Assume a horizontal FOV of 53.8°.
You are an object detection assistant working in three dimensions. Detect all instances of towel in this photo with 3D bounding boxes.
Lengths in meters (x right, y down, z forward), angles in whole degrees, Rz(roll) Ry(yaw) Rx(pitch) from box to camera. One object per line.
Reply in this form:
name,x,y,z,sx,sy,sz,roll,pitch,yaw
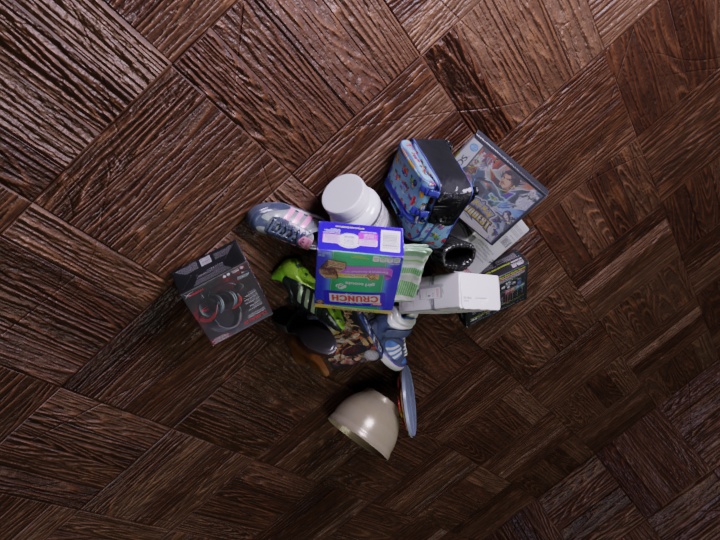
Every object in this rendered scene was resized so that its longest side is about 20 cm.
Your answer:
towel,0.064,0.010,1.526,0.151,0.024,0.201,-1,146,-9

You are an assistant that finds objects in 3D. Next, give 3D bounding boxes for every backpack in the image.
backpack,0.128,-0.149,1.465,0.133,0.184,0.201,-3,140,-26

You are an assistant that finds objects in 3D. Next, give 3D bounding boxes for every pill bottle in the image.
pill bottle,0.005,-0.103,1.473,0.113,0.113,0.200,-36,140,3

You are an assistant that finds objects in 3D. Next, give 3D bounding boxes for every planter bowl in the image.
planter bowl,0.028,0.409,1.954,0.135,0.199,0.201,-54,143,-17

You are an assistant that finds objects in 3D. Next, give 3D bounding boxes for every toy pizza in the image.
toy pizza,0.124,0.359,1.958,0.031,0.202,0.201,-8,140,10

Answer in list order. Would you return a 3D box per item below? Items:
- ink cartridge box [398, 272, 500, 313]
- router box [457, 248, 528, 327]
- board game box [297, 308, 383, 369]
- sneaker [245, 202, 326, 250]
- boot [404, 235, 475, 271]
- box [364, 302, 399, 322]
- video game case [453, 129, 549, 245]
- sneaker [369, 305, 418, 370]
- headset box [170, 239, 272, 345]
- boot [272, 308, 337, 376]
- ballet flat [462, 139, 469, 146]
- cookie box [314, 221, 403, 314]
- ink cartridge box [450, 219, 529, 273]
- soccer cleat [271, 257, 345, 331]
ink cartridge box,0.207,0.056,1.657,0.145,0.084,0.199,5,171,-40
router box,0.347,0.048,1.884,0.198,0.062,0.151,-24,140,-11
board game box,-0.045,0.143,1.660,0.134,0.035,0.201,-15,126,20
sneaker,-0.134,-0.082,1.426,0.198,0.082,0.070,8,127,-38
boot,0.134,-0.039,1.568,0.209,0.158,0.080,-24,128,-23
box,0.013,0.134,1.769,0.200,0.038,0.136,-41,139,9
video game case,0.267,-0.172,1.514,0.199,0.026,0.181,39,130,-6
sneaker,0.102,0.161,1.759,0.146,0.081,0.200,-36,134,12
headset box,-0.279,0.055,1.471,0.147,0.075,0.201,-27,139,-8
boot,-0.111,0.193,1.641,0.069,0.187,0.201,-54,147,-29
ballet flat,0.251,-0.201,1.570,0.068,0.067,0.202,-26,131,-31
cookie box,-0.007,-0.002,1.422,0.169,0.076,0.201,5,144,-2
ink cartridge box,0.282,-0.085,1.694,0.200,0.084,0.144,-42,140,10
soccer cleat,-0.111,0.061,1.549,0.081,0.068,0.200,-35,104,20
